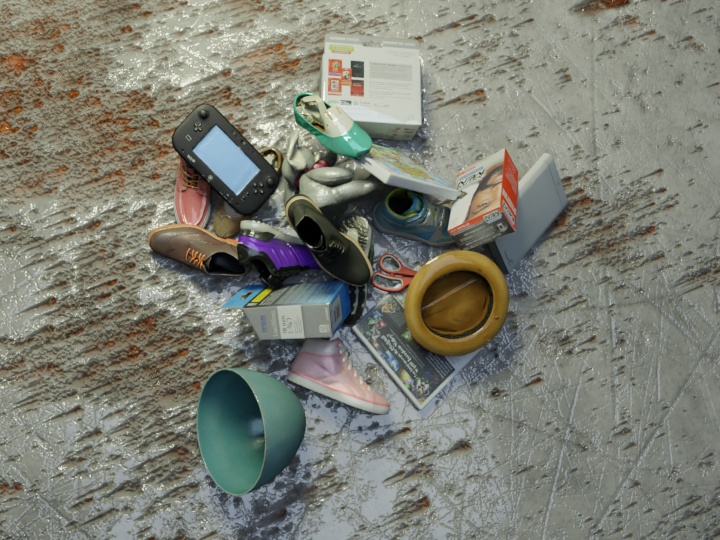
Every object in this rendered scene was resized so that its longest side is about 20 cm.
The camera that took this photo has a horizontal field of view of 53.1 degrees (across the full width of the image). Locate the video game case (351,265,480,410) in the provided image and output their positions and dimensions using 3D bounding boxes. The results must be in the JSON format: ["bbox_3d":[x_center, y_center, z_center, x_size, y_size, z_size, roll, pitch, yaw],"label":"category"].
[{"bbox_3d":[0.110,0.125,1.360,0.181,0.023,0.201,-41,87,-14],"label":"video game case"}]

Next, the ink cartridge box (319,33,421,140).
[{"bbox_3d":[0.018,-0.359,1.413,0.194,0.084,0.181,3,78,-8],"label":"ink cartridge box"}]

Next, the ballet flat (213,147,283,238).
[{"bbox_3d":[-0.212,-0.153,1.348,0.070,0.065,0.203,31,76,-1],"label":"ballet flat"}]

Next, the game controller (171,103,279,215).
[{"bbox_3d":[-0.239,-0.195,1.282,0.200,0.042,0.105,45,74,-12],"label":"game controller"}]

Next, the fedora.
[{"bbox_3d":[0.171,0.056,1.319,0.195,0.082,0.207,-1,98,-7],"label":"fedora"}]

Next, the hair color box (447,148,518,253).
[{"bbox_3d":[0.229,-0.131,1.330,0.064,0.109,0.202,50,33,-26],"label":"hair color box"}]

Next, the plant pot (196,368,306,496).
[{"bbox_3d":[-0.170,0.263,1.223,0.133,0.198,0.206,-1,75,-46],"label":"plant pot"}]

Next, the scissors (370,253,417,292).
[{"bbox_3d":[0.117,0.022,1.360,0.195,0.014,0.075,15,69,3],"label":"scissors"}]

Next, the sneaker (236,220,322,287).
[{"bbox_3d":[-0.139,-0.014,1.305,0.196,0.069,0.102,19,75,-29],"label":"sneaker"}]

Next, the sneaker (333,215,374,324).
[{"bbox_3d":[0.000,0.000,1.343,0.075,0.088,0.206,14,101,26],"label":"sneaker"}]

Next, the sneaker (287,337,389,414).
[{"bbox_3d":[-0.026,0.183,1.300,0.196,0.075,0.107,22,81,1],"label":"sneaker"}]

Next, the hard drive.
[{"bbox_3d":[0.321,-0.109,1.395,0.200,0.026,0.133,-47,131,-14],"label":"hard drive"}]

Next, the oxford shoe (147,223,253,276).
[{"bbox_3d":[-0.289,-0.034,1.298,0.194,0.073,0.073,10,110,-5],"label":"oxford shoe"}]

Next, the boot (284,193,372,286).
[{"bbox_3d":[-0.050,-0.030,1.201,0.199,0.139,0.078,41,96,-19],"label":"boot"}]

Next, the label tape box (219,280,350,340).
[{"bbox_3d":[-0.127,0.069,1.265,0.194,0.144,0.065,-3,104,13],"label":"label tape box"}]

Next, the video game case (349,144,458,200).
[{"bbox_3d":[0.060,-0.189,1.307,0.182,0.197,0.022,41,113,39],"label":"video game case"}]

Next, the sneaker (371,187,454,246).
[{"bbox_3d":[0.125,-0.103,1.353,0.194,0.131,0.082,5,76,-7],"label":"sneaker"}]

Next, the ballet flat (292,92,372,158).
[{"bbox_3d":[-0.058,-0.259,1.252,0.067,0.071,0.199,-40,49,-15],"label":"ballet flat"}]

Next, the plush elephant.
[{"bbox_3d":[-0.080,-0.164,1.320,0.195,0.166,0.158,-11,65,-23],"label":"plush elephant"}]

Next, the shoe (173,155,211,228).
[{"bbox_3d":[-0.310,-0.173,1.325,0.069,0.091,0.206,3,78,-7],"label":"shoe"}]
